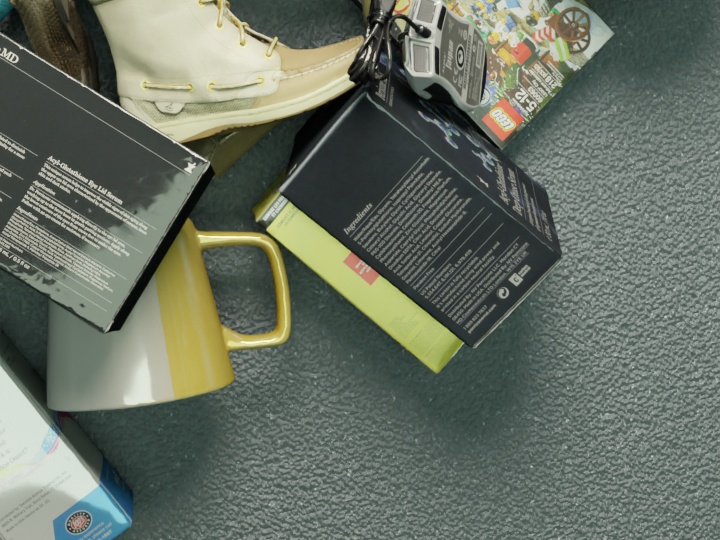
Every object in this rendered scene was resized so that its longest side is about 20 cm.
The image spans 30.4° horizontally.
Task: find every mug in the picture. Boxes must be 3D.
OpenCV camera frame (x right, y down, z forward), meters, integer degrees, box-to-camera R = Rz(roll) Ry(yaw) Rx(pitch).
[{"bbox_3d":[-0.169,0.021,1.065,0.186,0.149,0.154,-9,93,-40],"label":"mug"}]

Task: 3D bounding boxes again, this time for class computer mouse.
[{"bbox_3d":[0.044,-0.169,1.003,0.044,0.200,0.110,2,81,25],"label":"computer mouse"}]

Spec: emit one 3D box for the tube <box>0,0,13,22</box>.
[{"bbox_3d":[-0.283,-0.216,0.989,0.077,0.051,0.200,26,131,-33],"label":"tube"}]

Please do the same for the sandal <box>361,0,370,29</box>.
[{"bbox_3d":[0.054,-0.270,1.016,0.057,0.080,0.202,27,91,7],"label":"sandal"}]

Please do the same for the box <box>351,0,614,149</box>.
[{"bbox_3d":[0.094,-0.219,1.097,0.200,0.038,0.137,44,91,-12],"label":"box"}]

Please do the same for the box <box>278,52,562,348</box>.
[{"bbox_3d":[0.049,-0.062,1.050,0.200,0.149,0.107,38,110,-13],"label":"box"}]

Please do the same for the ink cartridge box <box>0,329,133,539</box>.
[{"bbox_3d":[-0.302,0.162,1.084,0.144,0.085,0.200,-36,104,-1],"label":"ink cartridge box"}]

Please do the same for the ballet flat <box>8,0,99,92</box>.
[{"bbox_3d":[-0.231,-0.166,1.003,0.046,0.200,0.068,0,57,0],"label":"ballet flat"}]

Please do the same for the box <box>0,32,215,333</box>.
[{"bbox_3d":[-0.224,-0.067,0.940,0.199,0.079,0.142,32,89,-2],"label":"box"}]

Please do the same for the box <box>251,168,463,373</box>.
[{"bbox_3d":[0.000,0.000,1.104,0.200,0.075,0.050,41,92,-11],"label":"box"}]

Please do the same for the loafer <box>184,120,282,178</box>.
[{"bbox_3d":[-0.113,-0.114,1.072,0.199,0.076,0.068,-19,104,4],"label":"loafer"}]

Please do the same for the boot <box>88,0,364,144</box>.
[{"bbox_3d":[-0.099,-0.185,0.978,0.199,0.072,0.155,-14,108,7],"label":"boot"}]
